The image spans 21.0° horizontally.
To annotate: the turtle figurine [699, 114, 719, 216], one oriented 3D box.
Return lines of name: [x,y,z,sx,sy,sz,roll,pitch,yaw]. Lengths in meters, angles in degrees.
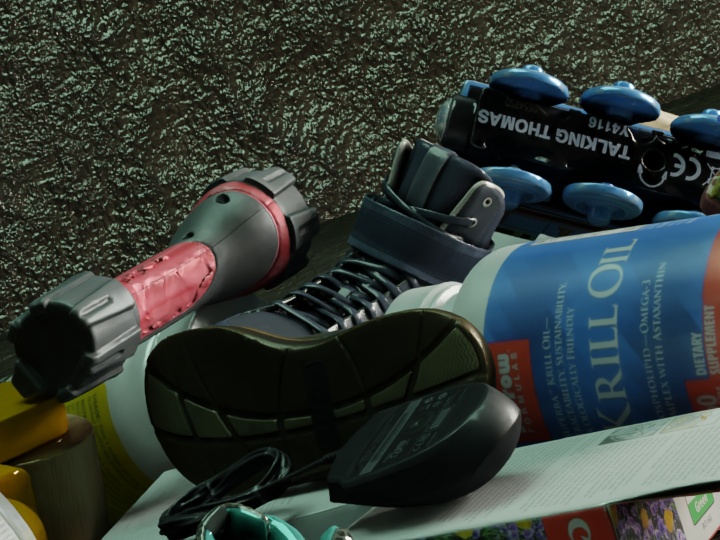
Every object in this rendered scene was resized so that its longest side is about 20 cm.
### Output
turtle figurine: [0.217,0.020,0.976,0.144,0.200,0.194,-47,-1,-28]

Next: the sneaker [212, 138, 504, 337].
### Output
sneaker: [-0.001,-0.001,1.021,0.077,0.147,0.202,32,15,27]

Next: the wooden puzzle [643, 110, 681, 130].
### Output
wooden puzzle: [0.178,-0.072,1.381,0.184,0.037,0.199,-22,-24,36]

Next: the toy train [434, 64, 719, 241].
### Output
toy train: [0.136,-0.056,1.115,0.199,0.087,0.114,13,-14,-3]

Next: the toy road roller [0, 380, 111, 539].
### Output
toy road roller: [-0.173,0.142,0.897,0.145,0.124,0.200,6,22,40]

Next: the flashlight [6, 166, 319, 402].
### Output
flashlight: [-0.096,0.003,0.996,0.068,0.068,0.200,4,20,28]

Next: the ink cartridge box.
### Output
ink cartridge box: [0.091,0.100,0.757,0.199,0.051,0.109,-14,7,31]

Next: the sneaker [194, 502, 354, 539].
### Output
sneaker: [-0.041,0.128,0.711,0.077,0.092,0.200,-22,6,-33]

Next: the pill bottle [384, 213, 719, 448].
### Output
pill bottle: [0.110,0.039,0.883,0.199,0.113,0.112,-10,10,35]

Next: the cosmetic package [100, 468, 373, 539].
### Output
cosmetic package: [-0.042,0.124,0.938,0.150,0.052,0.200,-19,6,11]

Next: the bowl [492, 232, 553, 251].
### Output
bowl: [0.152,-0.030,1.240,0.200,0.091,0.201,-8,25,4]

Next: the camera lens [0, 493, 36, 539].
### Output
camera lens: [-0.201,0.151,0.668,0.159,0.161,0.200,-17,6,13]

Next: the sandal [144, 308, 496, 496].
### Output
sandal: [-0.017,0.056,0.896,0.199,0.082,0.054,-15,-9,34]

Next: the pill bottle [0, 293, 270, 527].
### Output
pill bottle: [-0.128,0.087,1.124,0.199,0.115,0.114,-24,1,40]

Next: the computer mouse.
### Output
computer mouse: [-0.010,0.090,0.805,0.199,0.034,0.059,-20,21,42]
